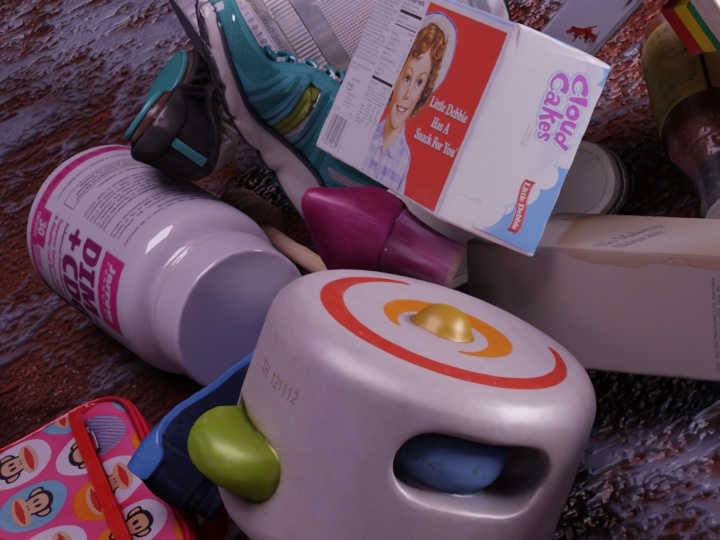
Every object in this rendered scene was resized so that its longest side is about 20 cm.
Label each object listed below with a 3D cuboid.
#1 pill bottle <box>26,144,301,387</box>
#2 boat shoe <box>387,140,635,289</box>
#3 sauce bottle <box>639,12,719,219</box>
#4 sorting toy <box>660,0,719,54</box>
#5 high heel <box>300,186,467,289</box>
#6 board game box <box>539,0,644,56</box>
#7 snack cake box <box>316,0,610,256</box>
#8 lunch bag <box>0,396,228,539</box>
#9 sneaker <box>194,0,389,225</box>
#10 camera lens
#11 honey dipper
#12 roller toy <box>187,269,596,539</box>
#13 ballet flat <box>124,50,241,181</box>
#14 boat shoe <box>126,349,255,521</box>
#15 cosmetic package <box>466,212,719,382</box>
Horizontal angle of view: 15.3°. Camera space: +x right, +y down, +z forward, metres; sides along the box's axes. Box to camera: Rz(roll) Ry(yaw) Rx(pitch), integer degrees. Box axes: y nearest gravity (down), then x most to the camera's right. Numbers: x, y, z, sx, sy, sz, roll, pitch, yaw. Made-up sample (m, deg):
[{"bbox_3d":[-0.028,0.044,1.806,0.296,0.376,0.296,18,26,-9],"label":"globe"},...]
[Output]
[{"bbox_3d":[-0.123,-0.001,1.721,0.113,0.113,0.200,-40,35,-15],"label":"pill bottle"},{"bbox_3d":[0.080,-0.030,1.678,0.200,0.073,0.062,-19,-8,26],"label":"boat shoe"},{"bbox_3d":[0.211,-0.087,1.632,0.066,0.066,0.200,-20,35,13],"label":"sauce bottle"},{"bbox_3d":[0.278,-0.159,1.571,0.199,0.200,0.070,-48,21,-25],"label":"sorting toy"},{"bbox_3d":[0.000,0.000,1.570,0.067,0.096,0.200,-64,1,-11],"label":"high heel"},{"bbox_3d":[0.136,-0.149,1.603,0.200,0.035,0.126,-48,0,39],"label":"board game box"},{"bbox_3d":[0.055,-0.093,1.534,0.115,0.067,0.200,-66,24,5],"label":"snack cake box"},{"bbox_3d":[-0.157,0.165,1.571,0.176,0.082,0.200,-27,34,-4],"label":"lunch bag"},{"bbox_3d":[-0.040,-0.109,1.721,0.080,0.200,0.078,-32,32,9],"label":"sneaker"},{"bbox_3d":[-0.010,-0.181,1.827,0.200,0.160,0.160,-32,34,-4],"label":"camera lens"},{"bbox_3d":[-0.043,-0.011,1.721,0.038,0.038,0.200,-37,27,-10],"label":"honey dipper"},{"bbox_3d":[0.027,0.082,1.422,0.182,0.140,0.200,25,18,19],"label":"roller toy"},{"bbox_3d":[-0.113,-0.093,1.755,0.068,0.068,0.200,-54,7,14],"label":"ballet flat"},{"bbox_3d":[-0.064,0.097,1.566,0.200,0.069,0.084,-37,-13,-52],"label":"boat shoe"},{"bbox_3d":[0.169,0.014,1.495,0.200,0.073,0.104,5,14,38],"label":"cosmetic package"}]
